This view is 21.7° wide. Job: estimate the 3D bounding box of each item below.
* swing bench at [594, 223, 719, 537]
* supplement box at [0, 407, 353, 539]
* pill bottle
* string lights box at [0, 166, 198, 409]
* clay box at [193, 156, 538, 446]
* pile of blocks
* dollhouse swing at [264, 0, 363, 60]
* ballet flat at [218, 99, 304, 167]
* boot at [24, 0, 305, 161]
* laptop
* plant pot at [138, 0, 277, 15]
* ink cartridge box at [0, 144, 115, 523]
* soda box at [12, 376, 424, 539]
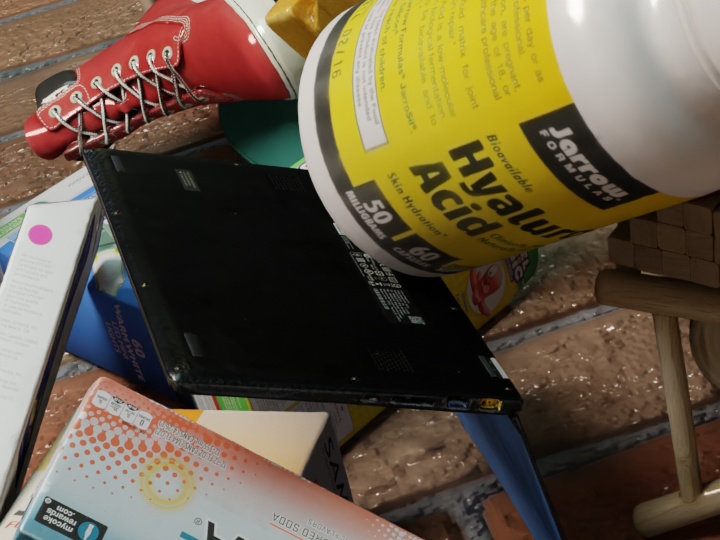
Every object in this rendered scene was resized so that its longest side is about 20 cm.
[{"bbox_3d":[0.209,-0.005,0.798,0.199,0.130,0.199,-6,32,13],"label":"swing bench"},{"bbox_3d":[-0.091,0.142,0.745,0.125,0.074,0.200,-1,34,20],"label":"supplement box"},{"bbox_3d":[0.079,-0.071,0.657,0.199,0.112,0.111,-20,20,46],"label":"pill bottle"},{"bbox_3d":[-0.099,0.005,0.978,0.199,0.059,0.103,18,44,42],"label":"string lights box"},{"bbox_3d":[0.000,0.000,0.890,0.047,0.115,0.200,11,39,44],"label":"clay box"},{"bbox_3d":[0.179,-0.063,0.724,0.199,0.062,0.082,-25,37,-24],"label":"pile of blocks"},{"bbox_3d":[0.098,-0.159,0.813,0.199,0.182,0.177,-16,50,39],"label":"dollhouse swing"},{"bbox_3d":[0.004,-0.075,1.066,0.067,0.067,0.199,-13,21,-42],"label":"ballet flat"},{"bbox_3d":[-0.111,-0.099,1.037,0.144,0.073,0.200,-35,20,-13],"label":"boot"},{"bbox_3d":[-0.007,0.049,0.741,0.199,0.117,0.187,5,25,-21],"label":"laptop"},{"bbox_3d":[-0.026,-0.217,1.200,0.199,0.202,0.175,-5,16,16],"label":"plant pot"},{"bbox_3d":[-0.154,0.043,0.851,0.037,0.095,0.201,17,56,-3],"label":"ink cartridge box"},{"bbox_3d":[-0.022,0.119,0.652,0.199,0.064,0.069,27,55,-4],"label":"soda box"}]
